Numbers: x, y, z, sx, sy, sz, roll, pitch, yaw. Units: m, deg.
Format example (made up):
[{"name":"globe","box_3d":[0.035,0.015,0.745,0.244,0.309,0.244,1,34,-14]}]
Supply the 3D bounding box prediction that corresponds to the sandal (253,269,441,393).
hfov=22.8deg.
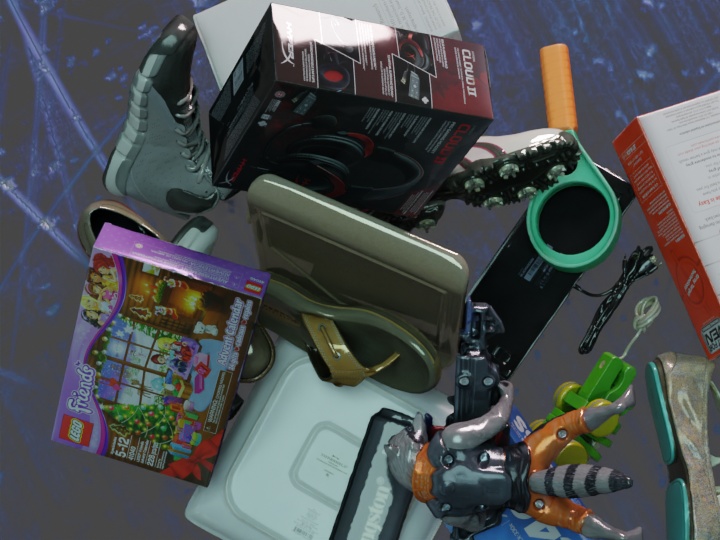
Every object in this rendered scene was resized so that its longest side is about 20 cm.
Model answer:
[{"name":"sandal","box_3d":[-0.026,0.060,1.455,0.199,0.081,0.054,21,53,20]}]

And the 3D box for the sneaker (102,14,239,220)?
[{"name":"sneaker","box_3d":[-0.138,-0.118,1.493,0.115,0.200,0.075,29,48,2]}]

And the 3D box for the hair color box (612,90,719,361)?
[{"name":"hair color box","box_3d":[0.295,-0.039,1.457,0.101,0.061,0.201,-17,77,-19]}]

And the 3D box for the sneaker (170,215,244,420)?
[{"name":"sneaker","box_3d":[-0.138,0.062,1.509,0.115,0.076,0.202,25,91,2]}]

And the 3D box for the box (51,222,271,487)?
[{"name":"box","box_3d":[-0.161,0.071,1.414,0.136,0.039,0.201,17,124,-1]}]

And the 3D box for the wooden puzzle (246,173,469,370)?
[{"name":"wooden puzzle","box_3d":[0.000,0.000,1.434,0.184,0.200,0.037,23,67,9]}]

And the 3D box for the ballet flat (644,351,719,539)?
[{"name":"ballet flat","box_3d":[0.277,0.163,1.438,0.067,0.068,0.202,-4,80,-5]}]

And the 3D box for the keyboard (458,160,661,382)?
[{"name":"keyboard","box_3d":[0.170,0.008,1.493,0.127,0.021,0.201,33,86,27]}]

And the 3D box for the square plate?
[{"name":"square plate","box_3d":[-0.020,0.165,1.490,0.199,0.028,0.199,28,84,11]}]

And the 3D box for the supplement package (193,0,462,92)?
[{"name":"supplement package","box_3d":[-0.020,-0.183,1.499,0.199,0.117,0.118,-23,69,2]}]

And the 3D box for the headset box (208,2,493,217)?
[{"name":"headset box","box_3d":[-0.001,-0.118,1.378,0.199,0.149,0.075,8,58,-23]}]

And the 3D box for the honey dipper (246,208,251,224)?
[{"name":"honey dipper","box_3d":[-0.004,-0.010,1.516,0.199,0.038,0.038,29,84,9]}]

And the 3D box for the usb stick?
[{"name":"usb stick","box_3d":[0.004,0.212,1.447,0.055,0.033,0.201,18,82,11]}]

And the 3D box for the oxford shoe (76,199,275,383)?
[{"name":"oxford shoe","box_3d":[-0.151,0.020,1.434,0.200,0.075,0.071,38,85,-3]}]

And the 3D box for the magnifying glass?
[{"name":"magnifying glass","box_3d":[0.173,-0.096,1.503,0.079,0.022,0.201,-11,69,18]}]

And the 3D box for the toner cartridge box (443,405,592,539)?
[{"name":"toner cartridge box","box_3d":[0.138,0.217,1.420,0.095,0.043,0.201,-37,87,26]}]

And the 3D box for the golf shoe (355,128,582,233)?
[{"name":"golf shoe","box_3d":[0.083,-0.092,1.488,0.199,0.077,0.089,-17,64,16]}]

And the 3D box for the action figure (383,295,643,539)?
[{"name":"action figure","box_3d":[0.109,0.125,1.334,0.192,0.105,0.202,-3,104,12]}]

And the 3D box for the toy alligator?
[{"name":"toy alligator","box_3d":[0.196,0.114,1.462,0.054,0.059,0.200,40,86,-28]}]
